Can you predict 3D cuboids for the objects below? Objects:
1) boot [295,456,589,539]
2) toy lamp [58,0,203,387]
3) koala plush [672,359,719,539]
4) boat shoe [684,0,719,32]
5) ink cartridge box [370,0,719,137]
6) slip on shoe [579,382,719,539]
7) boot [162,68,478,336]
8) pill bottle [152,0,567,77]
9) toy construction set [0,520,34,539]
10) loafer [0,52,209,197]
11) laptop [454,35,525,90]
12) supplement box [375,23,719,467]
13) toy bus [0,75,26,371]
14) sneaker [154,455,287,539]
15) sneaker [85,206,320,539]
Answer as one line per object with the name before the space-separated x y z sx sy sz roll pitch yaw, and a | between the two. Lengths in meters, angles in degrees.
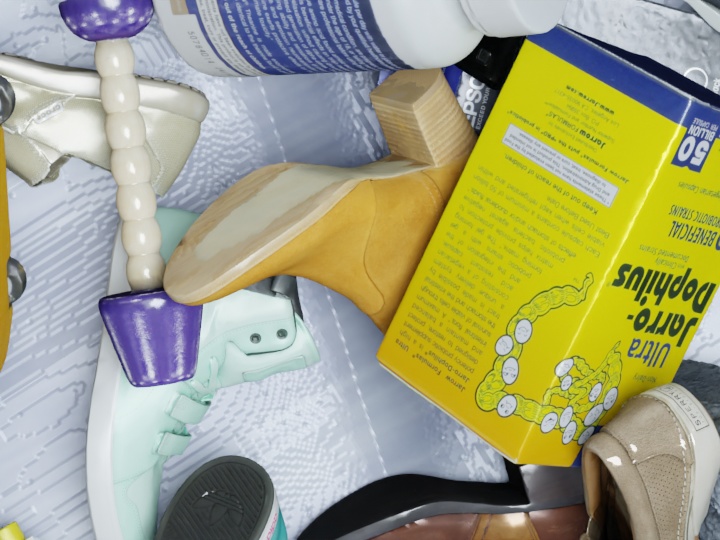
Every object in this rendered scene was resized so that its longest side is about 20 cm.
boot | 0.072 0.207 1.149 0.187 0.068 0.202 -18 103 -8
toy lamp | -0.116 -0.041 1.050 0.058 0.058 0.202 -6 93 -2
koala plush | 0.248 0.151 1.095 0.176 0.184 0.202 -16 107 -1
boat shoe | 0.170 -0.186 1.091 0.199 0.060 0.076 23 64 1
ink cartridge box | 0.112 -0.110 1.123 0.198 0.039 0.100 14 95 -3
slip on shoe | 0.140 0.145 1.046 0.060 0.076 0.201 -24 141 -24
boot | 0.000 0.000 1.070 0.201 0.071 0.145 -39 126 -21
pill bottle | 0.002 -0.156 1.021 0.198 0.111 0.112 1 96 31
toy construction set | -0.215 0.214 1.110 0.131 0.092 0.201 -29 104 -24
loafer | -0.182 -0.080 1.094 0.198 0.076 0.069 7 89 -4
laptop | 0.061 -0.232 1.091 0.177 0.103 0.201 33 118 20
supplement box | 0.115 -0.010 1.045 0.109 0.108 0.201 35 106 37
toy bus | -0.222 -0.018 1.059 0.078 0.065 0.202 5 120 6
sneaker | -0.098 0.209 1.096 0.083 0.121 0.201 23 65 26
sneaker | -0.084 0.070 1.109 0.117 0.074 0.202 7 92 3
